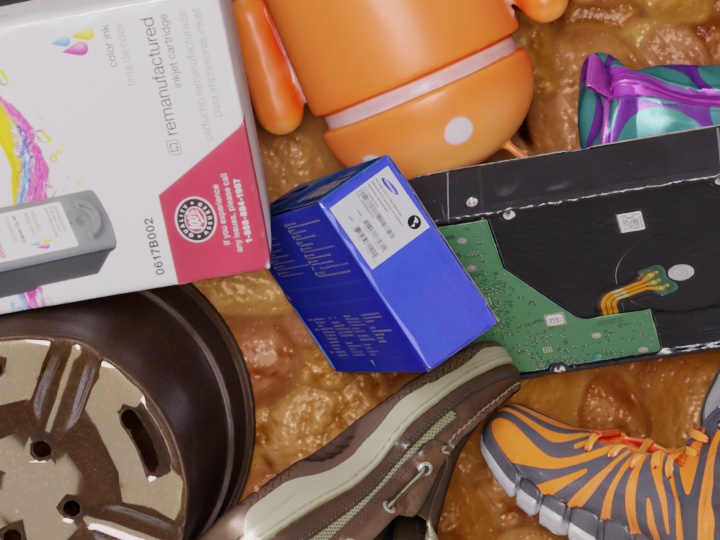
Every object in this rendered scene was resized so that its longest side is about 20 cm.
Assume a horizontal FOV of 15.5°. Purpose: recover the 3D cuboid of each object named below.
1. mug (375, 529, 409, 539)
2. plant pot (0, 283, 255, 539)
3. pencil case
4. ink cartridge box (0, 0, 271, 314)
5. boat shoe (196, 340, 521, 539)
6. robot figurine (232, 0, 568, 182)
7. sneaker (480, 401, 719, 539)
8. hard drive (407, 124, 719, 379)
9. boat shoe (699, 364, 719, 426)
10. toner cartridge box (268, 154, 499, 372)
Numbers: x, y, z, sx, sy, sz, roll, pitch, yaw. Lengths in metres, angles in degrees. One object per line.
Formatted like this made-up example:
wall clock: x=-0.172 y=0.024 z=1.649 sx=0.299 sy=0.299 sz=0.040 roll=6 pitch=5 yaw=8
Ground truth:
mug: x=-0.009 y=0.242 z=1.361 sx=0.133 sy=0.178 sz=0.200 roll=23 pitch=78 yaw=16
plant pot: x=-0.152 y=0.092 z=1.304 sx=0.200 sy=0.198 sz=0.201 roll=0 pitch=96 yaw=-1
pencil case: x=0.210 y=-0.069 z=1.342 sx=0.199 sy=0.093 sz=0.085 roll=0 pitch=58 yaw=0
ink cartridge box: x=-0.150 y=-0.063 z=1.239 sx=0.199 sy=0.086 sz=0.148 roll=-11 pitch=115 yaw=1
boat shoe: x=0.012 y=0.111 z=1.298 sx=0.202 sy=0.075 sz=0.075 roll=-34 pitch=82 yaw=-29
robot figurine: x=0.017 y=-0.129 z=1.322 sx=0.144 sy=0.117 sz=0.201 roll=-26 pitch=96 yaw=-22
sneaker: x=0.156 y=0.095 z=1.331 sx=0.200 sy=0.077 sz=0.112 roll=31 pitch=116 yaw=27
hard drive: x=0.129 y=-0.008 z=1.321 sx=0.199 sy=0.038 sz=0.140 roll=-10 pitch=140 yaw=11
boat shoe: x=0.263 y=0.036 z=1.366 sx=0.200 sy=0.068 sz=0.075 roll=-36 pitch=98 yaw=4
toner cartridge box: x=0.000 y=0.000 z=1.293 sx=0.043 sy=0.200 sz=0.095 roll=-34 pitch=96 yaw=-12
